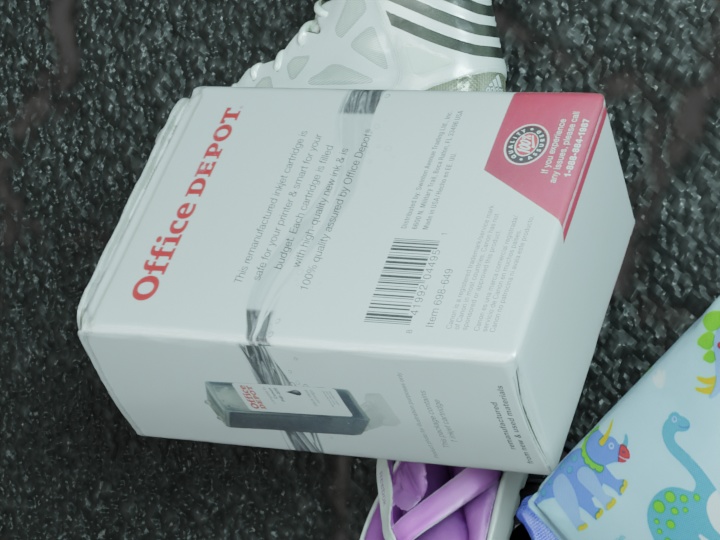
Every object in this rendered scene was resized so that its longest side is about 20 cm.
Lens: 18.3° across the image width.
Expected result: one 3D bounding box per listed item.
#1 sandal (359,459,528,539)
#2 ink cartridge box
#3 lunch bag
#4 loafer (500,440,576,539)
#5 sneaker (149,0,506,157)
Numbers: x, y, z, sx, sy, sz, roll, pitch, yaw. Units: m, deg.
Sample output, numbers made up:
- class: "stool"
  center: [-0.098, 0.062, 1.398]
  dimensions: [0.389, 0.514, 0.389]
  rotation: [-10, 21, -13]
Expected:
- class: "sandal"
  center: [0.037, 0.079, 0.989]
  dimensions: [0.082, 0.050, 0.203]
  rotation: [13, 75, 50]
- class: "ink cartridge box"
  center: [0.000, 0.000, 0.946]
  dimensions: [0.199, 0.146, 0.085]
  rotation: [5, 141, 24]
- class: "lunch bag"
  center: [0.194, 0.100, 0.850]
  dimensions: [0.200, 0.127, 0.170]
  rotation: [48, 122, 14]
- class: "loafer"
  center: [0.087, 0.120, 0.986]
  dimensions: [0.199, 0.063, 0.072]
  rotation: [24, 108, 37]
- class: "sneaker"
  center: [-0.015, -0.098, 1.065]
  dimensions: [0.200, 0.076, 0.116]
  rotation: [-5, 81, 33]
